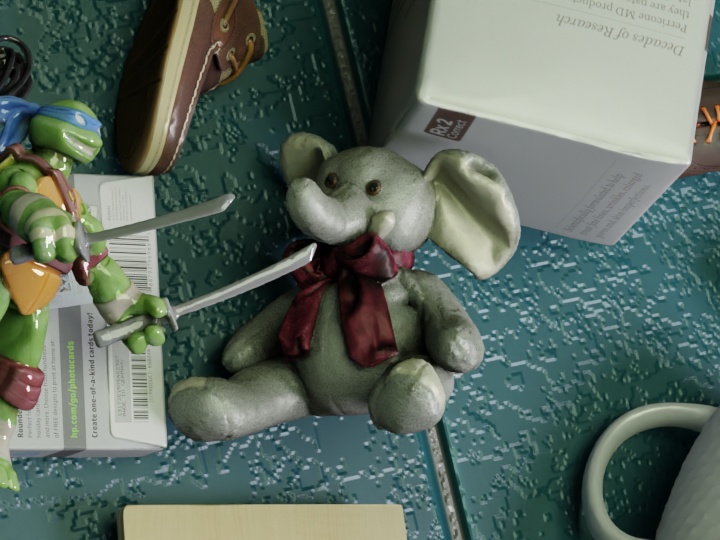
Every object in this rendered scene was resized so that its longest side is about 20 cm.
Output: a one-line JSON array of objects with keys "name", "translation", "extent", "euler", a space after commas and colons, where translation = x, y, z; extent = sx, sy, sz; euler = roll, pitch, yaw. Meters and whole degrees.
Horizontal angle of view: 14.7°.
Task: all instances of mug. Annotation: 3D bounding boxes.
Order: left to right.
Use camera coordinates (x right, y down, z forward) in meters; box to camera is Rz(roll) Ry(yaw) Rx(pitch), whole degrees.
[{"name": "mug", "translation": [0.230, 0.145, 1.673], "extent": [0.199, 0.148, 0.176], "euler": [16, 59, 8]}]

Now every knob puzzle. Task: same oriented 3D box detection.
[{"name": "knob puzzle", "translation": [-0.051, 0.232, 1.556], "extent": [0.218, 0.030, 0.221], "euler": [7, 75, -27]}]

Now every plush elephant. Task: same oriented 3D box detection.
[{"name": "plush elephant", "translation": [0.000, 0.000, 1.567], "extent": [0.200, 0.164, 0.156], "euler": [-19, 104, -58]}]

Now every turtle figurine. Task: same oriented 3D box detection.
[{"name": "turtle figurine", "translation": [-0.145, 0.022, 1.421], "extent": [0.199, 0.144, 0.195], "euler": [28, 88, -5]}]

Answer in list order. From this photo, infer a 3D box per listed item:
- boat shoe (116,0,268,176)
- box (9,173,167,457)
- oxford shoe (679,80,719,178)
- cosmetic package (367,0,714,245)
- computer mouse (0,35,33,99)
[{"name": "boat shoe", "translation": [-0.084, -0.139, 1.604], "extent": [0.072, 0.072, 0.201], "euler": [23, 63, -20]}, {"name": "box", "translation": [-0.206, 0.023, 1.517], "extent": [0.199, 0.041, 0.157], "euler": [2, 78, -28]}, {"name": "oxford shoe", "translation": [0.215, -0.094, 1.747], "extent": [0.199, 0.072, 0.072], "euler": [-5, 81, -28]}, {"name": "cosmetic package", "translation": [0.107, -0.144, 1.629], "extent": [0.164, 0.165, 0.201], "euler": [12, 73, -7]}, {"name": "computer mouse", "translation": [-0.278, -0.118, 1.492], "extent": [0.200, 0.046, 0.141], "euler": [36, 43, -16]}]
